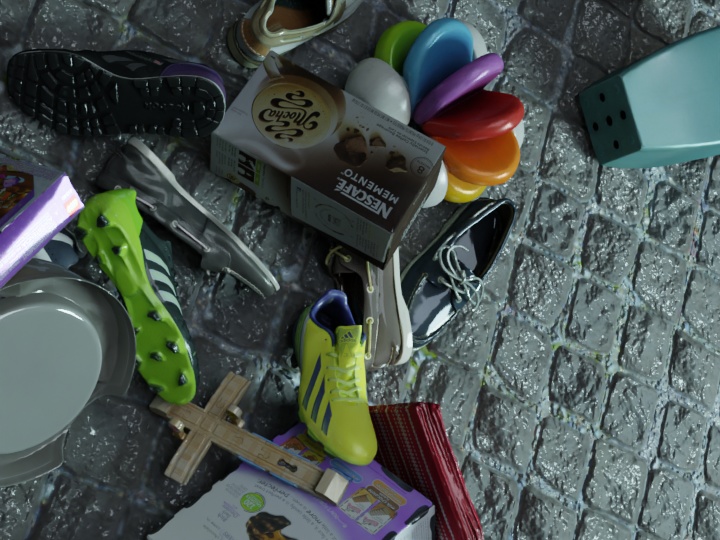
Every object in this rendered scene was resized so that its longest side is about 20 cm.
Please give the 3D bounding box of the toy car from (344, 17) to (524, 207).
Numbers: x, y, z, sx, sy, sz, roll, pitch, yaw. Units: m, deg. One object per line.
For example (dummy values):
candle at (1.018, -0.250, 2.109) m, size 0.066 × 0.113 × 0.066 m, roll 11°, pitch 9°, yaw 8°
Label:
toy car at (0.096, -0.172, 1.304) m, size 0.174 × 0.150 × 0.202 m, roll -31°, pitch 97°, yaw -31°

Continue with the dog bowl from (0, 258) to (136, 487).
dog bowl at (-0.284, 0.079, 1.029) m, size 0.199 × 0.059 × 0.202 m, roll -23°, pitch 132°, yaw -28°

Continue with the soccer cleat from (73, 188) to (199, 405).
soccer cleat at (-0.185, 0.021, 1.124) m, size 0.081 × 0.067 × 0.202 m, roll -42°, pitch 113°, yaw -60°

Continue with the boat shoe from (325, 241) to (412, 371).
boat shoe at (0.000, 0.000, 1.263) m, size 0.059 × 0.072 × 0.203 m, roll -12°, pitch 92°, yaw -33°

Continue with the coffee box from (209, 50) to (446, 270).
coffee box at (-0.032, -0.106, 1.212) m, size 0.199 × 0.080 × 0.114 m, roll 30°, pitch 64°, yaw 7°

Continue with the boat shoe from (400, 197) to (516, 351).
boat shoe at (0.101, 0.001, 1.327) m, size 0.075 × 0.062 × 0.200 m, roll 49°, pitch 61°, yaw -16°

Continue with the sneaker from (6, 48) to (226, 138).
sneaker at (-0.224, -0.170, 1.171) m, size 0.197 × 0.088 × 0.076 m, roll 9°, pitch 116°, yaw -10°

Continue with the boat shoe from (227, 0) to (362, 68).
boat shoe at (-0.046, -0.276, 1.287) m, size 0.200 × 0.068 × 0.075 m, roll -45°, pitch 104°, yaw -29°

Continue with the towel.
towel at (0.043, 0.192, 1.174) m, size 0.022 × 0.200 × 0.146 m, roll -20°, pitch 91°, yaw -25°

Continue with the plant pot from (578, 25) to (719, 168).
plant pot at (0.369, -0.195, 1.484) m, size 0.198 × 0.141 × 0.143 m, roll -17°, pitch 89°, yaw -24°

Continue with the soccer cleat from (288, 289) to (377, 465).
soccer cleat at (-0.021, 0.095, 1.171) m, size 0.064 × 0.084 × 0.201 m, roll 20°, pitch 29°, yaw -28°

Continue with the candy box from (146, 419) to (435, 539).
candy box at (-0.060, 0.243, 1.123) m, size 0.199 × 0.167 × 0.072 m, roll -34°, pitch 138°, yaw -30°

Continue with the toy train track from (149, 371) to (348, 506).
toy train track at (-0.102, 0.152, 1.126) m, size 0.198 × 0.033 × 0.115 m, roll 24°, pitch 63°, yaw 16°

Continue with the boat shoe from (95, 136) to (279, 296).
boat shoe at (-0.163, -0.036, 1.181) m, size 0.200 × 0.067 × 0.057 m, roll 45°, pitch 81°, yaw -10°

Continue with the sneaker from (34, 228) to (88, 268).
sneaker at (-0.302, 0.030, 1.070) m, size 0.129 × 0.079 × 0.200 m, roll 32°, pitch 56°, yaw -13°

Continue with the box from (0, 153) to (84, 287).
box at (-0.331, -0.038, 1.002) m, size 0.137 × 0.199 × 0.039 m, roll -48°, pitch 135°, yaw -27°
